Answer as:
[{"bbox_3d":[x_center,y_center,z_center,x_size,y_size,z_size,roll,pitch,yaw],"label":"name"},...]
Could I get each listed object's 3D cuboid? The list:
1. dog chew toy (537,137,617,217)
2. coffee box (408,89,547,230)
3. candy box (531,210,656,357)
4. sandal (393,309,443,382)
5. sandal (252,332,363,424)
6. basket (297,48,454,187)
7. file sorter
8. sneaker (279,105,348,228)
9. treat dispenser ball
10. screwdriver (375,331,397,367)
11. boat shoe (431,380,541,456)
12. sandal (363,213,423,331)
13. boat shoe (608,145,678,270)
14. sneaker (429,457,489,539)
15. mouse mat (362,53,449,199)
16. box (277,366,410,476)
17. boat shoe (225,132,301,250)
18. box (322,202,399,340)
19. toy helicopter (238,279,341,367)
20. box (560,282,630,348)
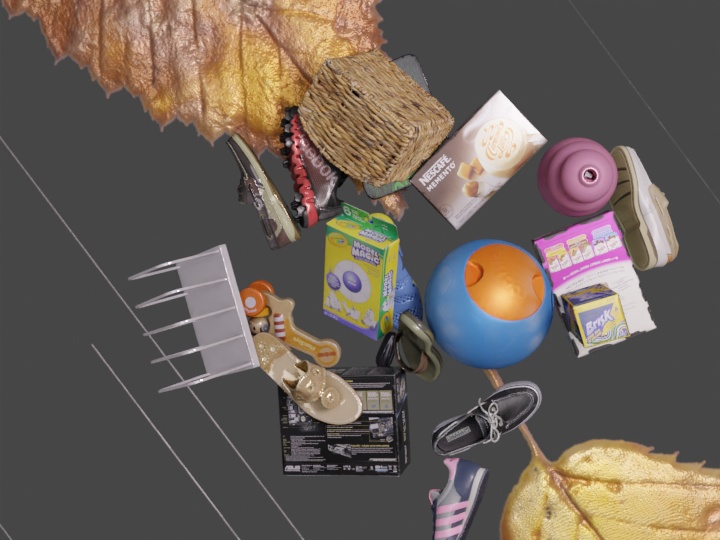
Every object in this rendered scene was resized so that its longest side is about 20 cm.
[{"bbox_3d":[0.336,-0.144,1.616,0.123,0.200,0.126,0,94,5],"label":"dog chew toy"},{"bbox_3d":[0.183,-0.175,1.682,0.200,0.080,0.114,-44,95,6],"label":"coffee box"},{"bbox_3d":[0.372,0.021,1.696,0.136,0.061,0.201,-21,92,6],"label":"candy box"},{"bbox_3d":[0.080,0.126,1.667,0.080,0.201,0.057,34,74,25],"label":"sandal"},{"bbox_3d":[-0.096,0.172,1.646,0.211,0.070,0.078,36,96,14],"label":"sandal"},{"bbox_3d":[0.021,-0.234,1.674,0.200,0.149,0.143,42,124,15],"label":"basket"},{"bbox_3d":[-0.271,0.079,1.680,0.138,0.124,0.201,-17,88,48],"label":"file sorter"},{"bbox_3d":[-0.074,-0.172,1.713,0.097,0.071,0.202,-10,82,-13],"label":"sneaker"},{"bbox_3d":[0.199,0.052,1.641,0.199,0.201,0.203,0,94,4],"label":"treat dispenser ball"},{"bbox_3d":[0.021,0.196,1.749,0.028,0.029,0.201,20,93,3],"label":"screwdriver"},{"bbox_3d":[0.205,0.243,1.720,0.198,0.068,0.074,-23,93,5],"label":"boat shoe"},{"bbox_3d":[0.045,0.007,1.707,0.079,0.087,0.201,-23,94,4],"label":"sandal"},{"bbox_3d":[0.447,-0.102,1.682,0.068,0.075,0.202,-12,86,-22],"label":"boat shoe"},{"bbox_3d":[0.143,0.404,1.746,0.082,0.070,0.201,23,93,19],"label":"sneaker"},{"bbox_3d":[0.052,-0.234,1.729,0.160,0.008,0.201,-22,93,5],"label":"mouse mat"},{"bbox_3d":[-0.026,0.243,1.714,0.198,0.086,0.165,-3,94,15],"label":"box"},{"bbox_3d":[-0.170,-0.125,1.720,0.066,0.072,0.202,-31,96,1],"label":"boat shoe"},{"bbox_3d":[0.000,0.000,1.663,0.117,0.048,0.201,24,126,30],"label":"box"},{"bbox_3d":[-0.128,0.111,1.732,0.199,0.079,0.133,25,102,3],"label":"toy helicopter"},{"bbox_3d":[0.345,0.064,1.570,0.070,0.200,0.065,-17,93,6],"label":"box"}]
